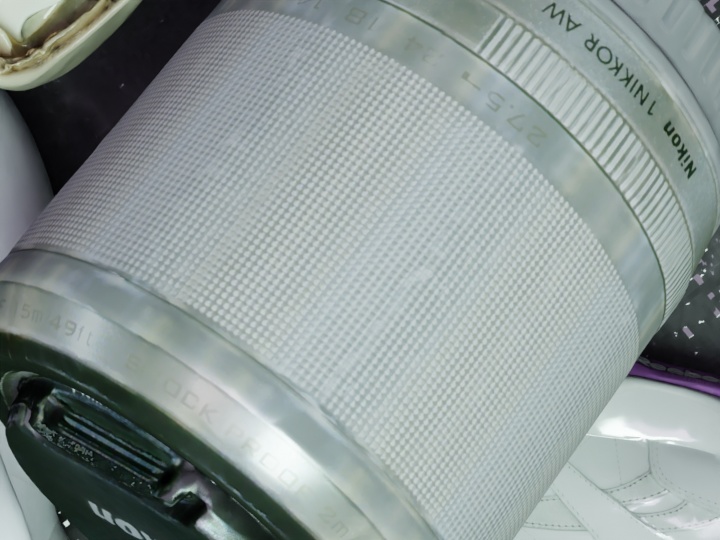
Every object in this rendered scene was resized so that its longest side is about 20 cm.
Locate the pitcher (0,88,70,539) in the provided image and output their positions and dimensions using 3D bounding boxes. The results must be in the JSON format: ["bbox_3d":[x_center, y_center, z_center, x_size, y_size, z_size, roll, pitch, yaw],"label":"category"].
[{"bbox_3d":[-0.142,0.024,0.733,0.120,0.171,0.202,-15,94,-22],"label":"pitcher"}]

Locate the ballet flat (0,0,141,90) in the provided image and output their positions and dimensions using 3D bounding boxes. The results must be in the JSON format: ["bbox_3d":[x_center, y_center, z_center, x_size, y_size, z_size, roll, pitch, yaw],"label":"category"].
[{"bbox_3d":[-0.052,-0.128,0.680,0.069,0.069,0.200,46,101,4],"label":"ballet flat"}]

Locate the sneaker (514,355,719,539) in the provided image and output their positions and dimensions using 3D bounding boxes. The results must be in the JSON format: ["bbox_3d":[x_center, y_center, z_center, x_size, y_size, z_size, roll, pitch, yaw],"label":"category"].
[{"bbox_3d":[0.108,0.080,0.747,0.199,0.075,0.100,18,104,17],"label":"sneaker"}]

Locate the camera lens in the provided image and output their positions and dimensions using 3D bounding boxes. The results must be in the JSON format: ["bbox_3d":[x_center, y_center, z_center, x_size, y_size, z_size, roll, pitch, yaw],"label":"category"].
[{"bbox_3d":[0.000,0.000,0.654,0.160,0.160,0.200,36,70,5],"label":"camera lens"}]
